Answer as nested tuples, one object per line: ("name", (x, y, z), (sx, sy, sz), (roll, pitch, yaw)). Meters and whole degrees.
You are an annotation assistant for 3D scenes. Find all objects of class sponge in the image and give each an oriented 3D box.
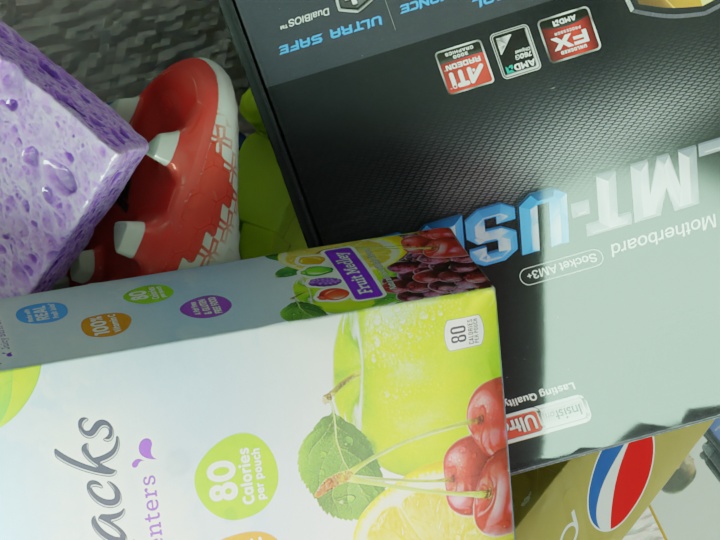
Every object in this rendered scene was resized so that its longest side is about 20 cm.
("sponge", (-0.164, 0.003, 0.972), (0.200, 0.112, 0.030), (-55, 172, 23))

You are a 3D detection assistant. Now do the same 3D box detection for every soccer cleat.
("soccer cleat", (-0.061, 0.027, 0.992), (0.085, 0.069, 0.200), (7, 104, -30))

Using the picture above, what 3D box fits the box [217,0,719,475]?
("box", (0.076, -0.043, 0.972), (0.200, 0.199, 0.050), (-15, -166, 14))

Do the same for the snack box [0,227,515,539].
("snack box", (-0.053, 0.088, 0.942), (0.200, 0.068, 0.169), (-10, 111, -9))

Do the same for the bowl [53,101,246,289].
("bowl", (-0.082, 0.040, 1.069), (0.201, 0.039, 0.201), (-23, 121, -44))

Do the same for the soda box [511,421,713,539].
("soda box", (0.053, 0.087, 1.111), (0.200, 0.068, 0.064), (-49, 141, -30))

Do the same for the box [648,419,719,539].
("box", (0.186, 0.092, 1.285), (0.119, 0.200, 0.041), (-31, 148, 10))

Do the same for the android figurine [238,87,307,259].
("android figurine", (0.000, 0.000, 1.087), (0.200, 0.041, 0.182), (37, 76, -54))
